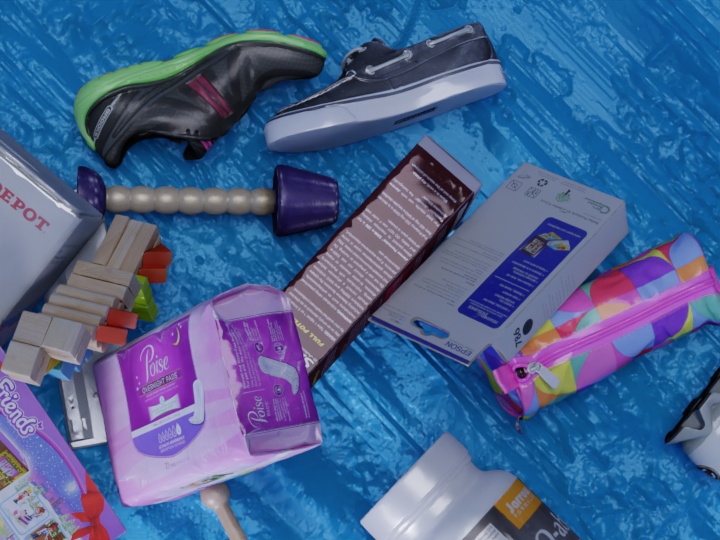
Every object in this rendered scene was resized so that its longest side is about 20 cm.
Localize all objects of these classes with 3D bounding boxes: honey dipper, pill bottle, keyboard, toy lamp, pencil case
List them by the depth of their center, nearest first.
[{"bbox_3d":[0.103,0.220,1.521,0.200,0.116,0.116,44,77,4],"label":"pill bottle"},{"bbox_3d":[-0.066,0.244,1.541,0.038,0.038,0.200,-26,80,-10],"label":"honey dipper"},{"bbox_3d":[0.183,0.044,1.585,0.200,0.088,0.088,-27,81,-11],"label":"pencil case"},{"bbox_3d":[-0.211,0.035,1.588,0.056,0.011,0.200,-9,79,-12],"label":"keyboard"},{"bbox_3d":[-0.117,-0.055,1.588,0.200,0.058,0.058,1,77,-9],"label":"toy lamp"}]

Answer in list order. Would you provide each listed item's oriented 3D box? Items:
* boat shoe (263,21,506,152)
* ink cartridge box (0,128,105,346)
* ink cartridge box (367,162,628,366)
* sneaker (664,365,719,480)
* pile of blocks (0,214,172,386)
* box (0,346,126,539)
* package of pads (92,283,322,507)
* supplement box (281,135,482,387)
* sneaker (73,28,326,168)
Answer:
[{"bbox_3d":[0.013,-0.146,1.616,0.200,0.072,0.068,-18,82,-12],"label":"boat shoe"},{"bbox_3d":[-0.308,-0.009,1.521,0.145,0.088,0.200,39,96,4],"label":"ink cartridge box"},{"bbox_3d":[0.105,0.003,1.561,0.099,0.039,0.200,26,55,34],"label":"ink cartridge box"},{"bbox_3d":[0.328,0.080,1.599,0.088,0.074,0.200,38,87,3],"label":"sneaker"},{"bbox_3d":[-0.184,0.037,1.501,0.062,0.082,0.200,13,34,17],"label":"pile of blocks"},{"bbox_3d":[-0.276,0.150,1.486,0.137,0.039,0.200,-35,118,-11],"label":"box"},{"bbox_3d":[-0.115,0.092,1.488,0.076,0.200,0.121,-8,78,-36],"label":"package of pads"},{"bbox_3d":[0.000,0.000,1.564,0.061,0.109,0.200,41,76,5],"label":"supplement box"},{"bbox_3d":[-0.119,-0.131,1.606,0.200,0.077,0.084,-18,87,1],"label":"sneaker"}]
